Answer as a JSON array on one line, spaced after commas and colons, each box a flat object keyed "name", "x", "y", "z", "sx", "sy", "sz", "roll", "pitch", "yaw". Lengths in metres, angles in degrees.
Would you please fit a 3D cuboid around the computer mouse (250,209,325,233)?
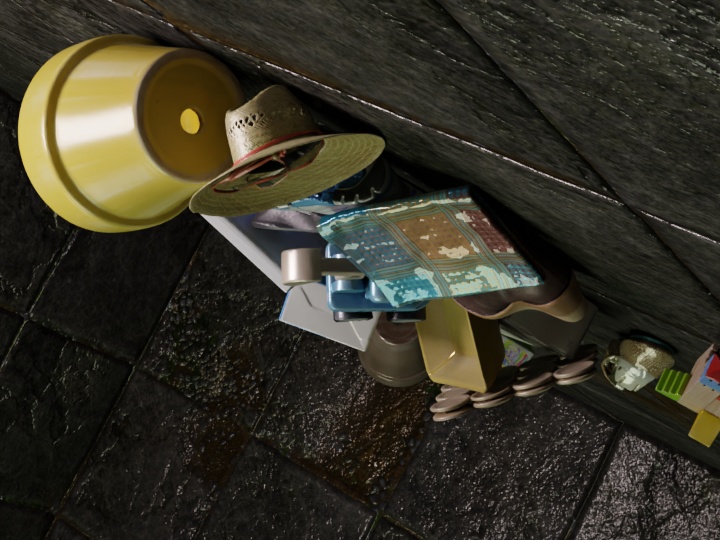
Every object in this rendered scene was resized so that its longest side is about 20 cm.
[{"name": "computer mouse", "x": -0.018, "y": -0.066, "z": 1.711, "sx": 0.199, "sy": 0.047, "sz": 0.140, "roll": 6, "pitch": -174, "yaw": 36}]

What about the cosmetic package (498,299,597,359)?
[{"name": "cosmetic package", "x": 0.191, "y": 0.040, "z": 1.817, "sx": 0.105, "sy": 0.072, "sz": 0.200, "roll": 30, "pitch": 176, "yaw": -20}]

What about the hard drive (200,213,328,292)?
[{"name": "hard drive", "x": -0.131, "y": -0.067, "z": 1.774, "sx": 0.200, "sy": 0.026, "sz": 0.132, "roll": 42, "pitch": -153, "yaw": 4}]

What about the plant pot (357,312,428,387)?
[{"name": "plant pot", "x": 0.088, "y": 0.147, "z": 3.468, "sx": 0.199, "sy": 0.201, "sz": 0.174, "roll": 27, "pitch": 160, "yaw": 14}]

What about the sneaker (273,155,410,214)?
[{"name": "sneaker", "x": -0.035, "y": -0.084, "z": 1.544, "sx": 0.199, "sy": 0.076, "sz": 0.086, "roll": 9, "pitch": 169, "yaw": 38}]

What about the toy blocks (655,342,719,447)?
[{"name": "toy blocks", "x": 0.399, "y": 0.129, "z": 1.458, "sx": 0.199, "sy": 0.100, "sz": 0.137, "roll": 28, "pitch": 165, "yaw": 7}]

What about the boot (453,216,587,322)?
[{"name": "boot", "x": 0.131, "y": -0.014, "z": 1.565, "sx": 0.199, "sy": 0.073, "sz": 0.166, "roll": 11, "pitch": 155, "yaw": 48}]

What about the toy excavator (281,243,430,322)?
[{"name": "toy excavator", "x": 0.000, "y": 0.000, "z": 1.672, "sx": 0.192, "sy": 0.101, "sz": 0.200, "roll": 0, "pitch": 173, "yaw": -10}]

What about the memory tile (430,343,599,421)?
[{"name": "memory tile", "x": 0.183, "y": 0.130, "z": 1.756, "sx": 0.198, "sy": 0.017, "sz": 0.153, "roll": -16, "pitch": -175, "yaw": 11}]

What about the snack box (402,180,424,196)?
[{"name": "snack box", "x": 0.035, "y": -0.085, "z": 1.617, "sx": 0.199, "sy": 0.024, "sz": 0.072, "roll": 29, "pitch": 175, "yaw": -16}]

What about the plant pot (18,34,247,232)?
[{"name": "plant pot", "x": -0.212, "y": -0.142, "z": 1.497, "sx": 0.200, "sy": 0.202, "sz": 0.188, "roll": 30, "pitch": 162, "yaw": -32}]

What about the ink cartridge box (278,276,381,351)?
[{"name": "ink cartridge box", "x": -0.024, "y": 0.018, "z": 1.877, "sx": 0.115, "sy": 0.068, "sz": 0.200, "roll": 20, "pitch": -159, "yaw": -1}]

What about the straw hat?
[{"name": "straw hat", "x": -0.081, "y": -0.125, "z": 1.396, "sx": 0.201, "sy": 0.200, "sz": 0.086, "roll": 45, "pitch": -157, "yaw": -79}]

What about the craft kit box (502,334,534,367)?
[{"name": "craft kit box", "x": 0.121, "y": 0.035, "z": 2.004, "sx": 0.199, "sy": 0.049, "sz": 0.198, "roll": 30, "pitch": -165, "yaw": -23}]

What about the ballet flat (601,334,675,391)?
[{"name": "ballet flat", "x": 0.339, "y": 0.118, "z": 1.851, "sx": 0.070, "sy": 0.066, "sz": 0.200, "roll": 28, "pitch": 176, "yaw": 4}]

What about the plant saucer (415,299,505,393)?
[{"name": "plant saucer", "x": 0.111, "y": 0.036, "z": 1.786, "sx": 0.048, "sy": 0.202, "sz": 0.200, "roll": -15, "pitch": -175, "yaw": -17}]

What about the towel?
[{"name": "towel", "x": 0.068, "y": -0.020, "z": 1.480, "sx": 0.199, "sy": 0.022, "sz": 0.147, "roll": -9, "pitch": 137, "yaw": 42}]
